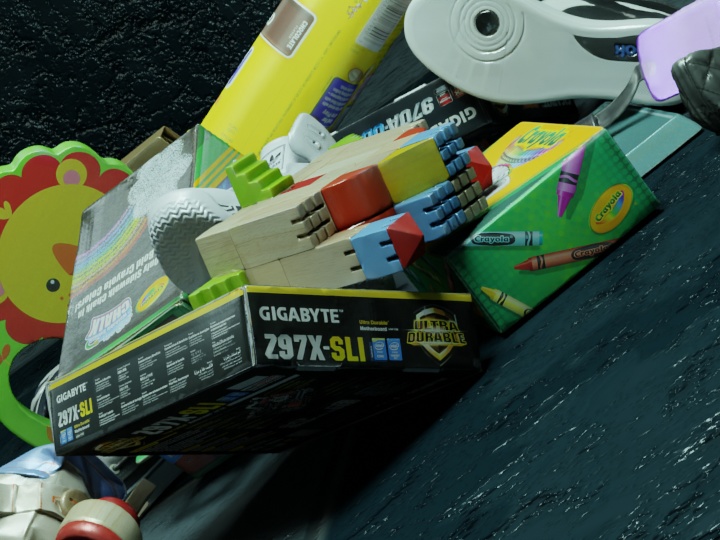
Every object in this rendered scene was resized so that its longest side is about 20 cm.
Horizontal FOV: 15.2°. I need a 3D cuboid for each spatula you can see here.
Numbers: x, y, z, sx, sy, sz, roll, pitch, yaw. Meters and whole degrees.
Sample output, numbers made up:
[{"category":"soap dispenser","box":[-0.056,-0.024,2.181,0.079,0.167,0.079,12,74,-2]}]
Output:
[{"category":"spatula","box":[0.155,-0.101,1.684,0.200,0.020,0.057,-39,50,36]}]

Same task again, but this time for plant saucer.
[{"category":"plant saucer","box":[0.160,-0.080,1.712,0.070,0.019,0.200,-39,11,-3]}]

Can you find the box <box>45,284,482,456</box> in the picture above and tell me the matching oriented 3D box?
[{"category":"box","box":[-0.054,0.058,1.493,0.159,0.050,0.200,4,-19,-38]}]

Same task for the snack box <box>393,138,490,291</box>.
[{"category":"snack box","box":[0.000,0.000,1.808,0.200,0.053,0.142,-29,11,44]}]

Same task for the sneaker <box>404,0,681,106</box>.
[{"category":"sneaker","box":[0.134,-0.147,1.756,0.199,0.074,0.112,11,14,12]}]

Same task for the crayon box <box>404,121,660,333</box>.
[{"category":"crayon box","box":[0.090,-0.029,1.597,0.119,0.058,0.200,-39,9,-6]}]

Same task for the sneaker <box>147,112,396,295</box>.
[{"category":"sneaker","box":[-0.062,-0.038,1.635,0.075,0.116,0.199,-33,-33,28]}]

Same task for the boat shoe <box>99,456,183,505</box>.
[{"category":"boat shoe","box":[-0.157,0.128,1.766,0.200,0.057,0.069,-43,11,-31]}]

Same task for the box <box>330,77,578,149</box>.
[{"category":"box","box":[0.048,-0.092,1.869,0.158,0.046,0.200,-26,-5,21]}]

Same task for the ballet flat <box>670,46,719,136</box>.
[{"category":"ballet flat","box":[0.246,-0.147,1.589,0.066,0.057,0.200,-27,14,44]}]

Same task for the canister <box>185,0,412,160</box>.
[{"category":"canister","box":[-0.040,-0.139,1.917,0.201,0.086,0.149,-56,-2,10]}]

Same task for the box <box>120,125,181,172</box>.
[{"category":"box","box":[-0.151,-0.013,2.071,0.200,0.163,0.021,-34,30,38]}]

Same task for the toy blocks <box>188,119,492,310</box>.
[{"category":"toy blocks","box":[0.006,-0.037,1.523,0.136,0.100,0.200,-16,12,35]}]

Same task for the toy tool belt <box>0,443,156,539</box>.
[{"category":"toy tool belt","box":[-0.181,0.150,1.562,0.199,0.125,0.123,-29,21,39]}]

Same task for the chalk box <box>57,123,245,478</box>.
[{"category":"chalk box","box":[-0.103,0.037,1.694,0.124,0.124,0.201,-33,37,33]}]

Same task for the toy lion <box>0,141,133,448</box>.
[{"category":"toy lion","box":[-0.199,0.021,1.854,0.201,0.191,0.069,-61,17,2]}]

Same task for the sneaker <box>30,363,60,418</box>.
[{"category":"sneaker","box":[-0.176,0.073,2.017,0.199,0.080,0.130,-38,16,14]}]
